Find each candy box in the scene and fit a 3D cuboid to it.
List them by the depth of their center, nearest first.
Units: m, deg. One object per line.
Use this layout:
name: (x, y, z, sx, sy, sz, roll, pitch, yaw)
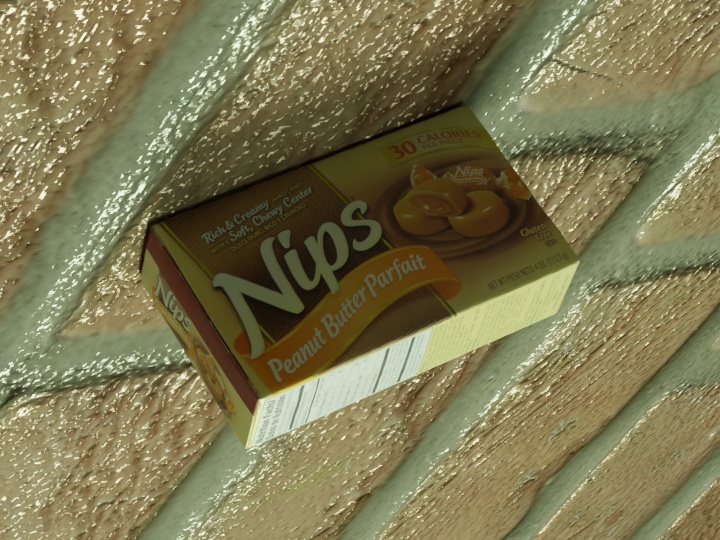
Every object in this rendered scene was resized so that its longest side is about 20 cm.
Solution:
candy box: (0.000, 0.000, 1.247, 0.199, 0.116, 0.055, -23, 153, -24)
